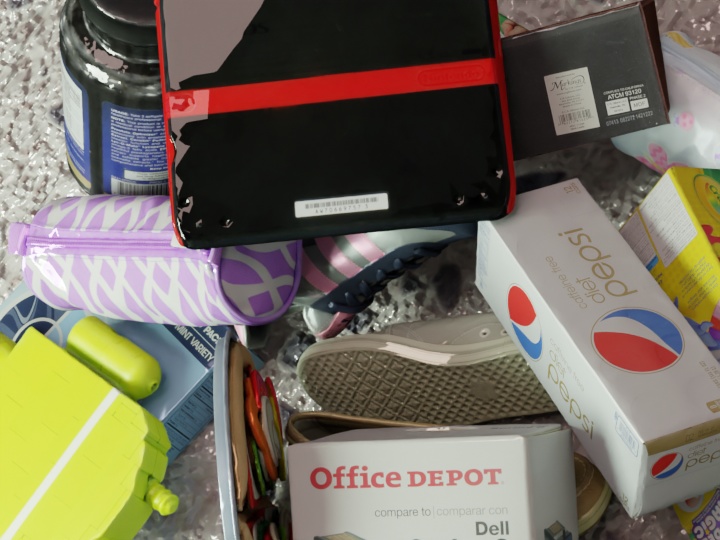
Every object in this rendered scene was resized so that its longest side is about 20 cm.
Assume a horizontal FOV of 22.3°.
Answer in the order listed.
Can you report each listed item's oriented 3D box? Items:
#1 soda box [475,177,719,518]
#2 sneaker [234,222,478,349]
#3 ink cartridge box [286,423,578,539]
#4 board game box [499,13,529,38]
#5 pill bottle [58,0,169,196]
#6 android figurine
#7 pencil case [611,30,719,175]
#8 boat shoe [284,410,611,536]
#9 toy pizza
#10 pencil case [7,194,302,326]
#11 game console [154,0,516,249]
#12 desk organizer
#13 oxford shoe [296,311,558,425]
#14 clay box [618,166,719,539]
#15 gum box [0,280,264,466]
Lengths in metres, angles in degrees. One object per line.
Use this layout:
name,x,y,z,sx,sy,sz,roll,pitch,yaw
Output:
soda box,0.135,0.038,1.018,0.068,0.064,0.200,-16,46,-16
sneaker,0.000,0.000,1.147,0.199,0.070,0.082,-12,76,34
ink cartridge box,0.044,0.188,1.009,0.145,0.087,0.201,-4,86,23
board game box,0.015,-0.107,1.244,0.134,0.029,0.200,37,84,35
pill bottle,-0.137,-0.130,1.177,0.111,0.200,0.112,3,60,-6
android figurine,-0.200,0.119,1.169,0.200,0.041,0.182,30,80,31
pencil case,0.241,-0.068,1.086,0.200,0.091,0.083,35,80,35
boat shoe,0.049,0.118,1.085,0.200,0.063,0.073,5,42,30
toy pizza,-0.056,0.133,1.062,0.032,0.200,0.201,-7,61,1
pencil case,-0.127,-0.008,1.148,0.199,0.085,0.084,0,86,42
game console,-0.017,-0.108,1.053,0.199,0.031,0.178,-6,88,4
desk organizer,0.086,-0.105,1.103,0.199,0.077,0.072,-13,99,19
oxford shoe,0.056,0.056,1.127,0.199,0.075,0.058,-7,36,25
clay box,0.200,0.054,1.035,0.115,0.047,0.201,-56,45,43
gum box,-0.190,0.078,1.235,0.200,0.045,0.170,-46,56,-3
